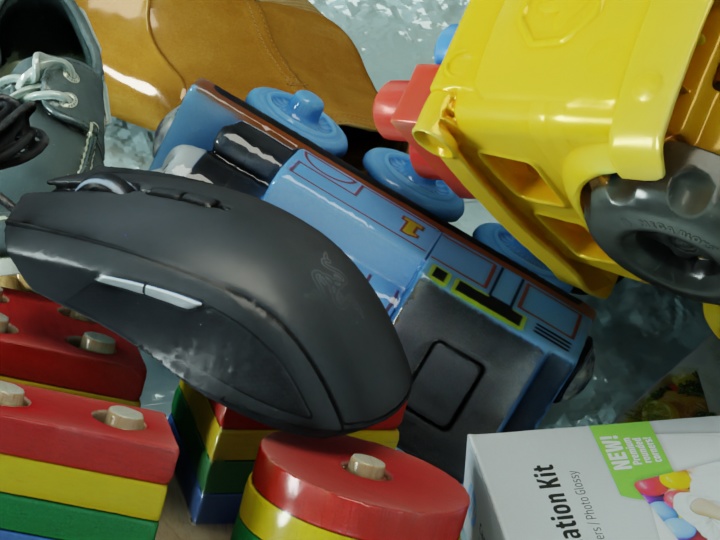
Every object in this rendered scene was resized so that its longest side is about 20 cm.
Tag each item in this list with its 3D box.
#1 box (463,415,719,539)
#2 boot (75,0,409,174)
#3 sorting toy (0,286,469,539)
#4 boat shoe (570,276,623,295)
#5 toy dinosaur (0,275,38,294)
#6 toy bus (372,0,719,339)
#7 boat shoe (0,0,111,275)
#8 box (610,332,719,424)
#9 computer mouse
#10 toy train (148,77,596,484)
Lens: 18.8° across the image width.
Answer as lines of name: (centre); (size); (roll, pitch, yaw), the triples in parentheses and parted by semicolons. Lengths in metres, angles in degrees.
box: (0.144, 0.104, 0.683); (0.200, 0.041, 0.156); (-4, 34, -9)
boot: (-0.086, -0.083, 0.970); (0.201, 0.071, 0.144); (-6, 40, -25)
sorting toy: (-0.059, 0.068, 0.714); (0.198, 0.070, 0.200); (13, 12, -16)
boat shoe: (0.108, -0.051, 0.982); (0.068, 0.072, 0.200); (22, 33, 21)
toy dinosaur: (-0.128, 0.029, 0.862); (0.106, 0.060, 0.200); (-30, 51, 3)
toy bus: (0.108, -0.041, 0.792); (0.192, 0.200, 0.136); (3, 61, 43)
boat shoe: (-0.131, -0.057, 0.833); (0.073, 0.062, 0.200); (-4, 24, -1)
box: (0.095, 0.091, 0.830); (0.039, 0.042, 0.200); (31, 46, 25)
computer mouse: (-0.084, -0.004, 0.684); (0.200, 0.046, 0.140); (31, 33, 21)
toy train: (0.000, 0.000, 0.844); (0.200, 0.087, 0.114); (31, 21, 2)
